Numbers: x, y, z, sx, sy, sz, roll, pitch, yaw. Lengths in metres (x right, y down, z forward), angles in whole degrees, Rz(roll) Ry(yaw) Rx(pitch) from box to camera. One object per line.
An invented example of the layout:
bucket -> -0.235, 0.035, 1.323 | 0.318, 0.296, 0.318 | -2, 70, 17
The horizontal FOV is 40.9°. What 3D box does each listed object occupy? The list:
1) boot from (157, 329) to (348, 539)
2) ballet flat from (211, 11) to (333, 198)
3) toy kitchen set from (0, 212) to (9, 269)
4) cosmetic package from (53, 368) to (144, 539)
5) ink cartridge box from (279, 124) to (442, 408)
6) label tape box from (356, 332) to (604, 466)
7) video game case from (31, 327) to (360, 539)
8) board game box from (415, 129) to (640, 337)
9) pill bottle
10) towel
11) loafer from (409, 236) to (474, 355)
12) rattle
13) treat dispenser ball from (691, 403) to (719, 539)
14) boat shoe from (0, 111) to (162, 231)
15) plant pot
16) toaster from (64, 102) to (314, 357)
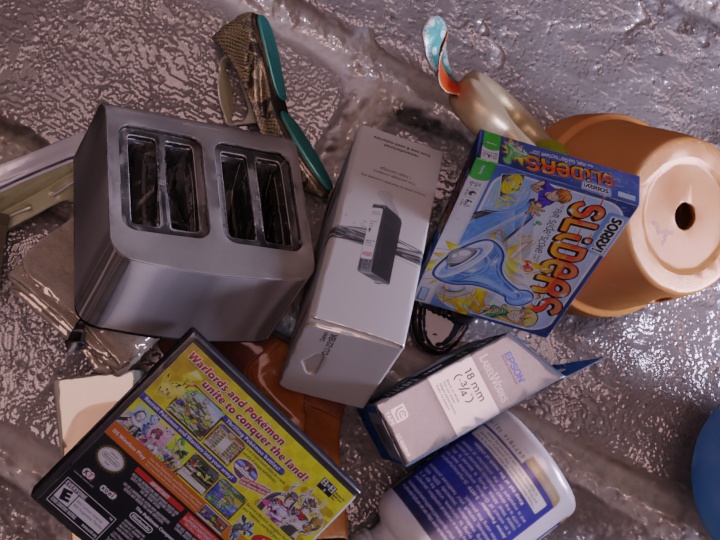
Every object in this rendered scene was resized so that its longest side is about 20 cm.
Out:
boot -> -0.100, 0.146, 0.875 | 0.187, 0.068, 0.201 | 11, 66, -19
ballet flat -> -0.093, -0.149, 0.932 | 0.075, 0.068, 0.201 | -24, 82, 12
toy kitchen set -> -0.430, 0.014, 0.793 | 0.198, 0.180, 0.165 | 9, 90, 4
cosmetic package -> -0.219, 0.191, 0.854 | 0.070, 0.105, 0.202 | -7, 87, -9
ink cartridge box -> 0.000, 0.000, 0.850 | 0.083, 0.145, 0.201 | 18, 59, -5
label tape box -> 0.102, 0.103, 0.887 | 0.199, 0.144, 0.064 | -27, 86, -10
video game case -> -0.130, 0.179, 0.790 | 0.181, 0.025, 0.200 | -45, 104, -3
board game box -> 0.134, -0.024, 0.826 | 0.134, 0.201, 0.035 | 15, 53, -3
pill bottle -> 0.085, 0.230, 0.883 | 0.199, 0.120, 0.120 | -35, 90, -9
towel -> -0.203, -0.005, 0.864 | 0.132, 0.034, 0.200 | 43, 47, 1
loafer -> 0.100, -0.015, 0.938 | 0.071, 0.063, 0.201 | 21, 82, -7
rattle -> 0.080, -0.108, 0.826 | 0.199, 0.142, 0.131 | 19, 51, -46
treat dispenser ball -> 0.410, 0.195, 0.891 | 0.199, 0.201, 0.203 | 1, 84, -8
boat shoe -> -0.269, -0.091, 0.900 | 0.199, 0.072, 0.062 | -21, 101, 0
plant pot -> 0.256, -0.050, 0.898 | 0.199, 0.140, 0.202 | -2, 94, -25
toaster -> -0.147, -0.033, 0.815 | 0.180, 0.119, 0.201 | 7, 55, -27
